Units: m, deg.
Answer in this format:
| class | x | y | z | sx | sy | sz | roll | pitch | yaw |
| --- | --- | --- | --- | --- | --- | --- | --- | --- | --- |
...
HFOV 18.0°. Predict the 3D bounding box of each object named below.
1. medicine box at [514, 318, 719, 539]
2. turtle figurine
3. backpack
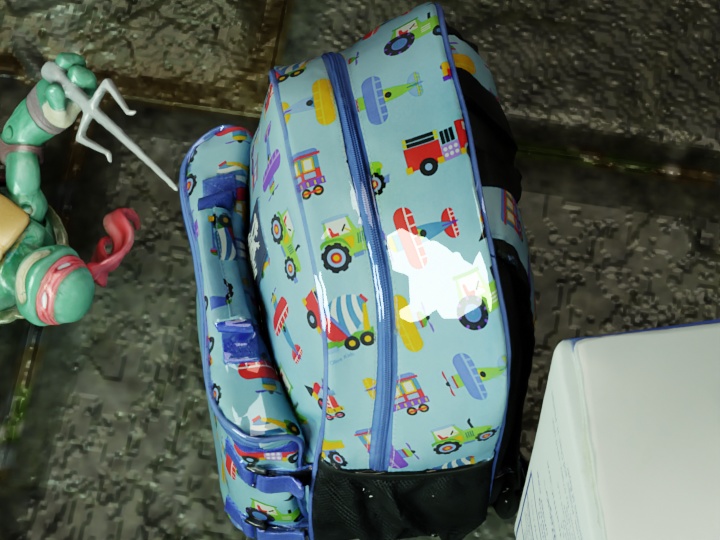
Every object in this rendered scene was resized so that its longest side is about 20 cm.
| class | x | y | z | sx | sy | sz | roll | pitch | yaw |
| --- | --- | --- | --- | --- | --- | --- | --- | --- | --- |
| medicine box | 0.160 | 0.098 | 0.852 | 0.181 | 0.200 | 0.104 | -7 | 66 | -5 |
| turtle figurine | -0.177 | -0.024 | 0.964 | 0.199 | 0.101 | 0.150 | 25 | 60 | 25 |
| backpack | 0.000 | 0.000 | 0.898 | 0.133 | 0.200 | 0.184 | -7 | 64 | -5 |
